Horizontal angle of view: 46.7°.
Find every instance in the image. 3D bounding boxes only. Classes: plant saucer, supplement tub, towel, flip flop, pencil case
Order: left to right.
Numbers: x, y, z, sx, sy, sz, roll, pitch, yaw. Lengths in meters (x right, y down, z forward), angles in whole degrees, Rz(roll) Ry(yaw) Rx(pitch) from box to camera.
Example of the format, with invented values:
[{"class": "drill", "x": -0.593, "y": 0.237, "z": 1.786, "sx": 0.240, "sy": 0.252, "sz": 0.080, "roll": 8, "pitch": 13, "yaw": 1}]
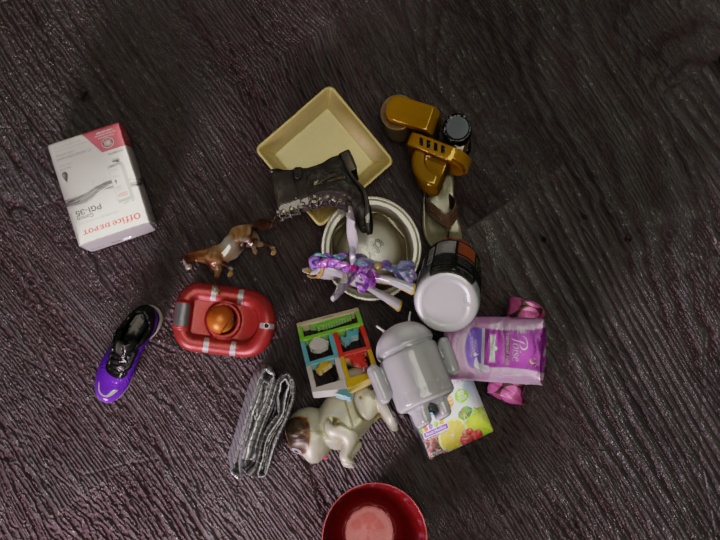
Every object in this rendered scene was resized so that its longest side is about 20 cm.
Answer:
[{"class": "towel", "x": -0.178, "y": 0.279, "z": 1.542, "sx": 0.084, "sy": 0.165, "sz": 0.204, "roll": 17, "pitch": 84, "yaw": -9}, {"class": "plant saucer", "x": -0.071, "y": -0.223, "z": 1.648, "sx": 0.199, "sy": 0.048, "sz": 0.201, "roll": -41, "pitch": 90, "yaw": -7}, {"class": "flip flop", "x": 0.163, "y": -0.128, "z": 1.656, "sx": 0.079, "sy": 0.058, "sz": 0.204, "roll": -2, "pitch": 86, "yaw": -5}, {"class": "supplement tub", "x": 0.166, "y": 0.019, "z": 1.556, "sx": 0.120, "sy": 0.200, "sz": 0.125, "roll": 3, "pitch": 112, "yaw": 9}, {"class": "pencil case", "x": 0.306, "y": 0.158, "z": 1.635, "sx": 0.090, "sy": 0.093, "sz": 0.204, "roll": 12, "pitch": 83, "yaw": 39}]

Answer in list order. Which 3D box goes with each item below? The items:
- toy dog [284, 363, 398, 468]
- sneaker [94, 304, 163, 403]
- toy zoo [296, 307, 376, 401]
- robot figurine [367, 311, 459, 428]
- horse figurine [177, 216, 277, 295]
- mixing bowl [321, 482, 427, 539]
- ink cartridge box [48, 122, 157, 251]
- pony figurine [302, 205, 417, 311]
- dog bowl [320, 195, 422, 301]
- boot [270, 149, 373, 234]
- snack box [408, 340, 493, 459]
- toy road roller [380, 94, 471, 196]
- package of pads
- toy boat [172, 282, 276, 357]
[{"class": "toy dog", "x": -0.048, "y": 0.279, "z": 1.568, "sx": 0.198, "sy": 0.140, "sz": 0.196, "roll": -30, "pitch": 84, "yaw": -5}, {"class": "sneaker", "x": -0.445, "y": 0.151, "z": 1.558, "sx": 0.069, "sy": 0.100, "sz": 0.203, "roll": 27, "pitch": 83, "yaw": 0}, {"class": "toy zoo", "x": -0.041, "y": 0.164, "z": 1.572, "sx": 0.129, "sy": 0.021, "sz": 0.202, "roll": -14, "pitch": 47, "yaw": -6}, {"class": "robot figurine", "x": 0.097, "y": 0.179, "z": 1.510, "sx": 0.167, "sy": 0.113, "sz": 0.203, "roll": -19, "pitch": 76, "yaw": -18}, {"class": "horse figurine", "x": -0.242, "y": -0.039, "z": 1.598, "sx": 0.199, "sy": 0.133, "sz": 0.050, "roll": -38, "pitch": 132, "yaw": -7}, {"class": "mixing bowl", "x": 0.022, "y": 0.498, "z": 1.567, "sx": 0.196, "sy": 0.108, "sz": 0.204, "roll": 1, "pitch": 81, "yaw": -5}, {"class": "ink cartridge box", "x": -0.487, "y": -0.157, "z": 1.587, "sx": 0.144, "sy": 0.083, "sz": 0.203, "roll": -19, "pitch": 87, "yaw": -6}, {"class": "pony figurine", "x": 0.000, "y": 0.000, "z": 1.499, "sx": 0.196, "sy": 0.193, "sz": 0.169, "roll": 16, "pitch": 68, "yaw": -7}, {"class": "dog bowl", "x": 0.018, "y": -0.039, "z": 1.629, "sx": 0.196, "sy": 0.074, "sz": 0.205, "roll": 0, "pitch": 85, "yaw": -5}, {"class": "boot", "x": -0.075, "y": -0.128, "z": 1.569, "sx": 0.171, "sy": 0.070, "sz": 0.203, "roll": -19, "pitch": 61, "yaw": -3}, {"class": "snack box", "x": 0.156, "y": 0.246, "z": 1.628, "sx": 0.140, "sy": 0.053, "sz": 0.203, "roll": -21, "pitch": 86, "yaw": -9}, {"class": "toy road roller", "x": 0.120, "y": -0.236, "z": 1.611, "sx": 0.197, "sy": 0.123, "sz": 0.148, "roll": 22, "pitch": 84, "yaw": 10}, {"class": "package of pads", "x": 0.247, "y": 0.147, "z": 1.561, "sx": 0.196, "sy": 0.076, "sz": 0.123, "roll": 2, "pitch": 84, "yaw": 14}, {"class": "toy boat", "x": -0.257, "y": 0.093, "z": 1.565, "sx": 0.196, "sy": 0.131, "sz": 0.133, "roll": 7, "pitch": 85, "yaw": -4}]
